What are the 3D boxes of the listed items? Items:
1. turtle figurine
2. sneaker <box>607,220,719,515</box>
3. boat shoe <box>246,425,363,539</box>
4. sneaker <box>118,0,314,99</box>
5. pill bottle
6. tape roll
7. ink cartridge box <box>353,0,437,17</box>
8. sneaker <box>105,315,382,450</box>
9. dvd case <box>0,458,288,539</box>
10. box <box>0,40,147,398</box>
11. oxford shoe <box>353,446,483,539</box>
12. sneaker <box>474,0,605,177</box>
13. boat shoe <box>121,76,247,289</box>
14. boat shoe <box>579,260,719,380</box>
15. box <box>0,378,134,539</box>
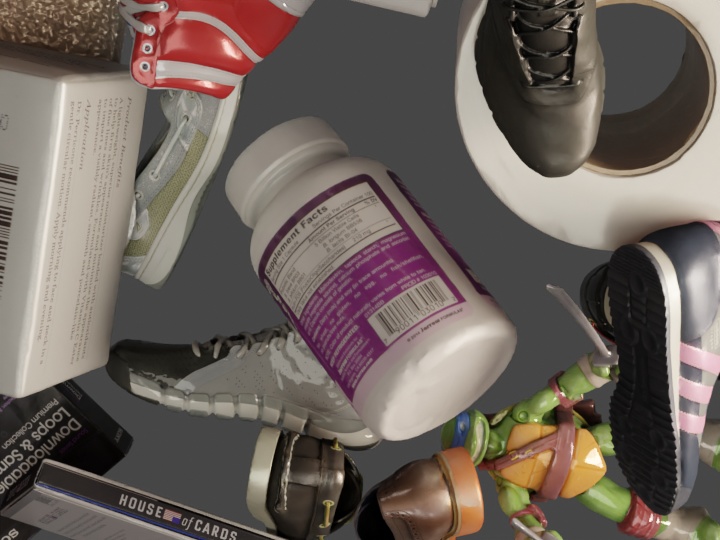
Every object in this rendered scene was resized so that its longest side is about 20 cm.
[{"bbox_3d":[0.161,0.130,1.218,0.194,0.144,0.200,13,148,-18],"label":"turtle figurine"},{"bbox_3d":[0.199,0.060,1.121,0.082,0.070,0.200,-24,131,-24],"label":"sneaker"},{"bbox_3d":[-0.030,0.149,1.228,0.060,0.201,0.072,8,77,8],"label":"boat shoe"},{"bbox_3d":[-0.134,-0.181,1.094,0.200,0.071,0.113,35,107,-11],"label":"sneaker"},{"bbox_3d":[0.000,0.000,1.176,0.112,0.112,0.200,-44,64,16],"label":"pill bottle"},{"bbox_3d":[0.158,-0.128,1.145,0.202,0.139,0.203,1,108,3],"label":"tape roll"},{"bbox_3d":[-0.035,-0.253,1.142,0.200,0.084,0.145,13,110,0],"label":"ink cartridge box"},{"bbox_3d":[-0.066,0.044,1.261,0.200,0.075,0.116,13,105,-12],"label":"sneaker"},{"bbox_3d":[-0.135,0.178,1.251,0.200,0.150,0.025,22,70,-13],"label":"dvd case"},{"bbox_3d":[-0.257,-0.045,1.168,0.200,0.131,0.199,12,100,16],"label":"box"},{"bbox_3d":[0.027,0.166,1.240,0.073,0.200,0.071,-12,68,-12],"label":"oxford shoe"},{"bbox_3d":[0.098,-0.143,1.023,0.076,0.091,0.200,-7,110,4],"label":"sneaker"},{"bbox_3d":[-0.122,-0.084,1.215,0.065,0.074,0.202,21,116,-8],"label":"boat shoe"},{"bbox_3d":[0.242,0.038,1.240,0.201,0.063,0.074,18,89,-17],"label":"boat shoe"},{"bbox_3d":[-0.279,0.100,1.307,0.143,0.036,0.200,-41,103,16],"label":"box"}]
